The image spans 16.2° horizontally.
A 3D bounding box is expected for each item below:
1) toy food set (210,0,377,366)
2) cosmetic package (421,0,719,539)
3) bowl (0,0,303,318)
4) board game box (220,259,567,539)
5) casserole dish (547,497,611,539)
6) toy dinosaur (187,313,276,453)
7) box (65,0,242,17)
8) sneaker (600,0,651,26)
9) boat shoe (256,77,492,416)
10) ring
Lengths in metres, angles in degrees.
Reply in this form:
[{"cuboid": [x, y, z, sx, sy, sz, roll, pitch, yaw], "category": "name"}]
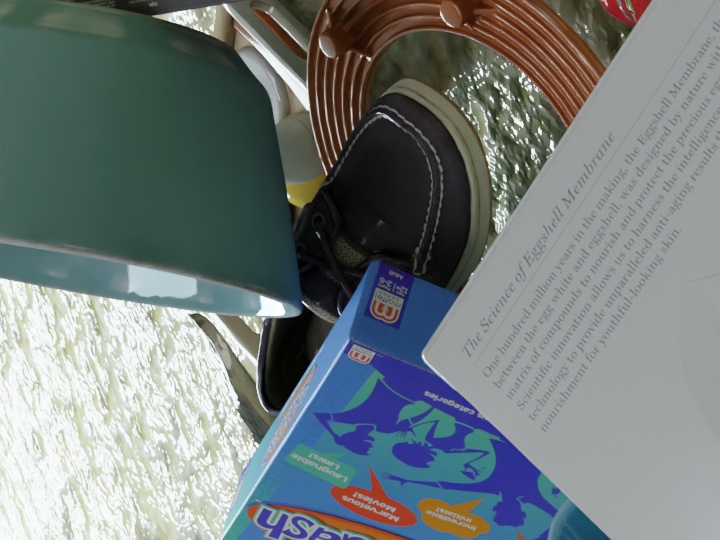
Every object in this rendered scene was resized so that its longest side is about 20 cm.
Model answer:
[{"cuboid": [-0.053, -0.044, 1.246, 0.144, 0.060, 0.200, 46, 144, 29], "category": "toy food set"}, {"cuboid": [0.163, 0.013, 0.819, 0.200, 0.123, 0.199, 44, 111, 30], "category": "cosmetic package"}, {"cuboid": [-0.115, -0.049, 1.047, 0.201, 0.201, 0.105, 0, 79, 57], "category": "bowl"}, {"cuboid": [0.039, 0.088, 1.097, 0.152, 0.045, 0.200, 22, 146, -6], "category": "board game box"}, {"cuboid": [0.162, 0.103, 0.921, 0.039, 0.200, 0.121, 56, -168, -46], "category": "casserole dish"}, {"cuboid": [-0.020, 0.089, 1.268, 0.088, 0.047, 0.200, 1, 143, 17], "category": "toy dinosaur"}, {"cuboid": [-0.030, -0.150, 1.043, 0.200, 0.158, 0.050, 0, 111, 56], "category": "box"}, {"cuboid": [0.090, -0.175, 0.925, 0.085, 0.077, 0.200, 13, 121, 59], "category": "sneaker"}, {"cuboid": [0.000, 0.000, 1.088, 0.072, 0.065, 0.200, 44, 144, 15], "category": "boat shoe"}, {"cuboid": [0.047, -0.041, 1.073, 0.200, 0.019, 0.200, 31, 139, 32], "category": "ring"}]
